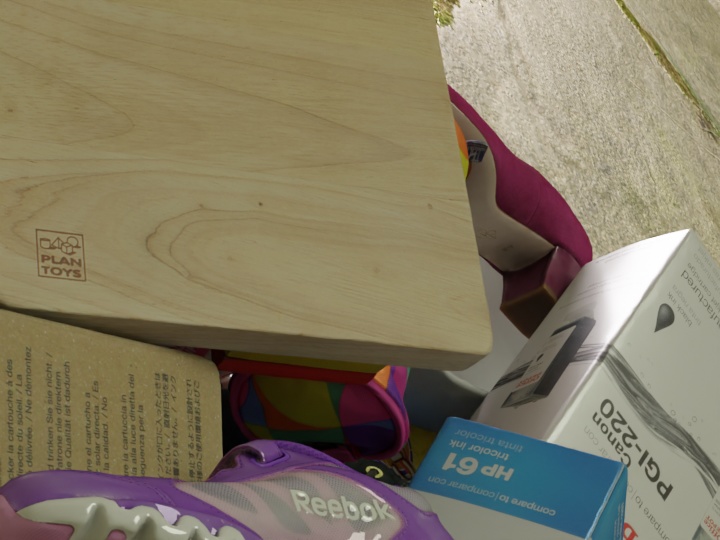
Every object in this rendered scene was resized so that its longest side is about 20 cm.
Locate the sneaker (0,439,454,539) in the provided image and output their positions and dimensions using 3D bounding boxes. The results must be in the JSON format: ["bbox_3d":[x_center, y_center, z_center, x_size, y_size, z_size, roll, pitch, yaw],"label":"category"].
[{"bbox_3d":[-0.039,0.093,0.605,0.200,0.081,0.089,17,34,-36],"label":"sneaker"}]

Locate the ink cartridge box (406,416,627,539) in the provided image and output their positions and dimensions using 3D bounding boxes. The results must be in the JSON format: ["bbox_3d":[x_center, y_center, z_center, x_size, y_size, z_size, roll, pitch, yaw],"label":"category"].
[{"bbox_3d":[0.033,0.180,0.726,0.200,0.084,0.145,-57,154,-44],"label":"ink cartridge box"}]

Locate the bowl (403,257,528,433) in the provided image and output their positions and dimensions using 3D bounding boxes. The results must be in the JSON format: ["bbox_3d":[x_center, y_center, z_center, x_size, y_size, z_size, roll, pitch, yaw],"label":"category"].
[{"bbox_3d":[0.031,0.011,1.027,0.200,0.075,0.200,22,40,-52],"label":"bowl"}]

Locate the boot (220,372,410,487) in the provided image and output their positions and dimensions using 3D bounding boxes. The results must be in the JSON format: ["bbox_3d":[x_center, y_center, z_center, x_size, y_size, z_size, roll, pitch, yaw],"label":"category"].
[{"bbox_3d":[-0.062,0.118,0.821,0.154,0.074,0.203,42,41,22],"label":"boot"}]

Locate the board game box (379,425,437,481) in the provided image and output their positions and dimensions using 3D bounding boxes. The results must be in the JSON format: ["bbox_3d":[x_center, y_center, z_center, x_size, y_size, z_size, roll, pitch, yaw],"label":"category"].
[{"bbox_3d":[-0.006,0.081,1.007,0.153,0.040,0.200,57,23,7],"label":"board game box"}]

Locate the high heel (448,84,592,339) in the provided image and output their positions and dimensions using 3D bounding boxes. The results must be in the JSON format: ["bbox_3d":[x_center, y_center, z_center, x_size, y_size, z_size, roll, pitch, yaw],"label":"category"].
[{"bbox_3d":[0.063,-0.055,1.002,0.200,0.067,0.096,57,28,-31],"label":"high heel"}]

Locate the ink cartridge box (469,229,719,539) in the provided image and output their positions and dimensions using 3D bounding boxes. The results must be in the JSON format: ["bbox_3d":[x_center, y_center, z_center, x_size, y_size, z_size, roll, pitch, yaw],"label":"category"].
[{"bbox_3d":[0.138,0.097,0.933,0.146,0.085,0.200,53,49,-13],"label":"ink cartridge box"}]

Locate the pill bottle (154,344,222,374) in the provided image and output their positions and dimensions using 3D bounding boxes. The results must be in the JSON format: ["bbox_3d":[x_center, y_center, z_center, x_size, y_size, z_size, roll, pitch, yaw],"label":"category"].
[{"bbox_3d":[-0.132,-0.039,0.797,0.200,0.113,0.113,29,29,-14],"label":"pill bottle"}]

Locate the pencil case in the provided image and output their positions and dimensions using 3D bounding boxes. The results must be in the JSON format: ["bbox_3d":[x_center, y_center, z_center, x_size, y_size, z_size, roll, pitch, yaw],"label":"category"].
[{"bbox_3d":[0.000,0.000,0.853,0.088,0.088,0.200,44,40,-23],"label":"pencil case"}]

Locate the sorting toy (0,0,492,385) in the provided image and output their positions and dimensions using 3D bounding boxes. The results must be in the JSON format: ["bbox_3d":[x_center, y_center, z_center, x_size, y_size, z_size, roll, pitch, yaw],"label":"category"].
[{"bbox_3d":[-0.063,-0.052,0.727,0.200,0.070,0.199,7,60,-28],"label":"sorting toy"}]

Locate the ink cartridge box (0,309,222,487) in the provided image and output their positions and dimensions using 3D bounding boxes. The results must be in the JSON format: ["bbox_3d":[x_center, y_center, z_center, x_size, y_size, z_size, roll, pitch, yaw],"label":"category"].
[{"bbox_3d":[-0.121,0.119,0.605,0.165,0.075,0.200,18,64,-50],"label":"ink cartridge box"}]
